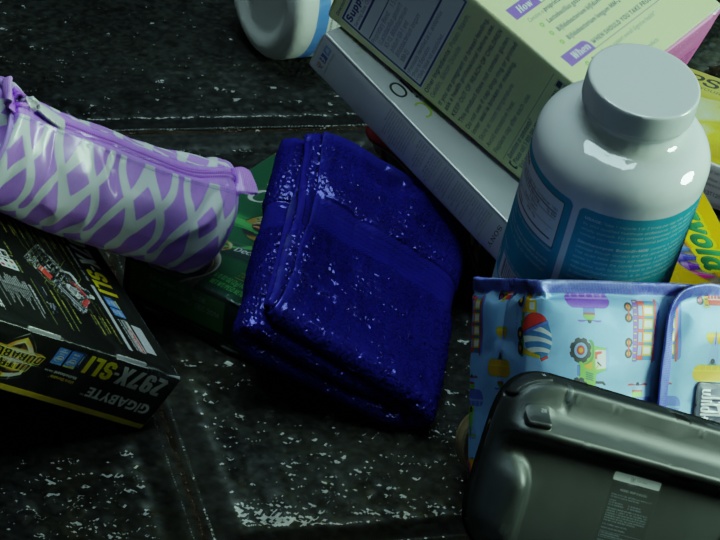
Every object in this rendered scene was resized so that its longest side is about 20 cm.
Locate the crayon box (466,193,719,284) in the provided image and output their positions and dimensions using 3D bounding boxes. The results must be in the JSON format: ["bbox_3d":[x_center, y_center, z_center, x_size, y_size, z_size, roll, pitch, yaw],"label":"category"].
[{"bbox_3d":[0.170,-0.011,1.580,0.171,0.059,0.200,2,33,-12],"label":"crayon box"}]

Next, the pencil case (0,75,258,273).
[{"bbox_3d":[-0.167,-0.061,1.405,0.199,0.086,0.084,19,34,-41],"label":"pencil case"}]

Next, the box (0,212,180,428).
[{"bbox_3d":[-0.218,0.001,1.385,0.159,0.049,0.200,24,23,-49],"label":"box"}]

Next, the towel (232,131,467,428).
[{"bbox_3d":[0.000,0.000,1.469,0.147,0.050,0.201,25,41,-12],"label":"towel"}]

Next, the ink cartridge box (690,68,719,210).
[{"bbox_3d":[0.312,-0.106,1.783,0.197,0.047,0.200,21,36,21],"label":"ink cartridge box"}]

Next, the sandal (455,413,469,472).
[{"bbox_3d":[0.157,0.086,1.415,0.210,0.078,0.070,-9,15,-10],"label":"sandal"}]

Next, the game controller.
[{"bbox_3d":[0.149,0.125,1.275,0.199,0.105,0.042,17,10,-28],"label":"game controller"}]

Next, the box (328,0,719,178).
[{"bbox_3d":[0.114,-0.179,1.550,0.200,0.097,0.176,41,46,11],"label":"box"}]

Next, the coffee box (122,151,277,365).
[{"bbox_3d":[-0.058,-0.015,1.544,0.122,0.044,0.200,25,35,24],"label":"coffee box"}]

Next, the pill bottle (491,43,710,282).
[{"bbox_3d":[0.151,-0.042,1.394,0.110,0.201,0.111,7,44,-7],"label":"pill bottle"}]

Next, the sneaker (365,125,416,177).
[{"bbox_3d":[0.085,-0.103,1.714,0.199,0.113,0.071,22,14,-42],"label":"sneaker"}]

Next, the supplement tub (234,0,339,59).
[{"bbox_3d":[0.005,-0.247,1.848,0.199,0.133,0.132,-9,36,-27],"label":"supplement tub"}]

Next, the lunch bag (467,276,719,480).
[{"bbox_3d":[0.171,0.082,1.343,0.199,0.152,0.094,2,0,-21],"label":"lunch bag"}]

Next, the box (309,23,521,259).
[{"bbox_3d":[0.080,-0.109,1.563,0.144,0.036,0.200,-29,69,-41],"label":"box"}]
